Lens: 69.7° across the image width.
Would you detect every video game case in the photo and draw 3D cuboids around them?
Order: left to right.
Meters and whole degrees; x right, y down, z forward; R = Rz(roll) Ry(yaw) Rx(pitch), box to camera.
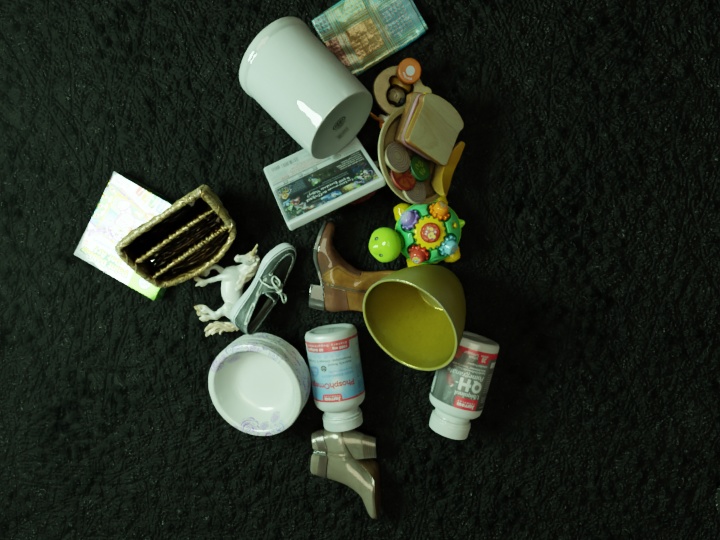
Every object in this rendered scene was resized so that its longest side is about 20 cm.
[{"bbox_3d":[-0.075,-0.182,1.003,0.198,0.023,0.183,-26,51,-3],"label":"video game case"}]

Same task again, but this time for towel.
[{"bbox_3d":[0.019,-0.494,1.042,0.199,0.022,0.148,-30,92,5],"label":"towel"}]

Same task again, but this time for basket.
[{"bbox_3d":[-0.340,-0.054,0.994,0.199,0.149,0.143,-34,108,-5],"label":"basket"}]

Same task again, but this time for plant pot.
[{"bbox_3d":[0.124,0.069,0.997,0.199,0.142,0.202,21,131,27],"label":"plant pot"}]

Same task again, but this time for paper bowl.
[{"bbox_3d":[-0.198,0.224,1.055,0.198,0.104,0.203,3,106,12],"label":"paper bowl"}]

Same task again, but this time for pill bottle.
[{"bbox_3d":[-0.048,0.217,1.058,0.107,0.109,0.202,-8,94,3],"label":"pill bottle"},{"bbox_3d":[0.203,0.229,1.045,0.109,0.111,0.202,14,95,1],"label":"pill bottle"}]

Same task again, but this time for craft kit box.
[{"bbox_3d":[-0.468,-0.072,1.089,0.199,0.049,0.199,29,98,0],"label":"craft kit box"}]

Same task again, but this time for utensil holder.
[{"bbox_3d":[-0.099,-0.335,0.965,0.170,0.170,0.200,-44,77,5],"label":"utensil holder"}]

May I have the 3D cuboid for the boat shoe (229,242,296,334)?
[{"bbox_3d":[-0.185,0.037,1.045,0.068,0.074,0.200,27,75,40],"label":"boat shoe"}]

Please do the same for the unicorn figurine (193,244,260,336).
[{"bbox_3d":[-0.276,0.033,1.080,0.136,0.074,0.202,-1,109,-7],"label":"unicorn figurine"}]

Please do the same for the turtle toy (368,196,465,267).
[{"bbox_3d":[0.113,-0.069,1.031,0.198,0.101,0.147,-16,94,4],"label":"turtle toy"}]

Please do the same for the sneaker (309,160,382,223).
[{"bbox_3d":[-0.041,-0.176,1.040,0.198,0.078,0.083,-25,59,-11],"label":"sneaker"}]

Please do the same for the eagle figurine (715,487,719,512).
[{"bbox_3d":[0.839,0.524,1.049,0.151,0.151,0.202,11,59,-37],"label":"eagle figurine"}]

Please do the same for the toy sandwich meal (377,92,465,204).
[{"bbox_3d":[0.122,-0.225,0.968,0.203,0.070,0.208,0,90,-33],"label":"toy sandwich meal"}]

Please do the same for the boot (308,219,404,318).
[{"bbox_3d":[0.000,0.000,1.060,0.197,0.068,0.191,6,91,0],"label":"boot"}]

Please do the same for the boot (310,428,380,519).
[{"bbox_3d":[-0.034,0.427,1.101,0.144,0.070,0.203,-2,93,9],"label":"boot"}]

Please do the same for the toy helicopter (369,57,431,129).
[{"bbox_3d":[0.097,-0.306,1.030,0.132,0.079,0.200,-40,104,-2],"label":"toy helicopter"}]
